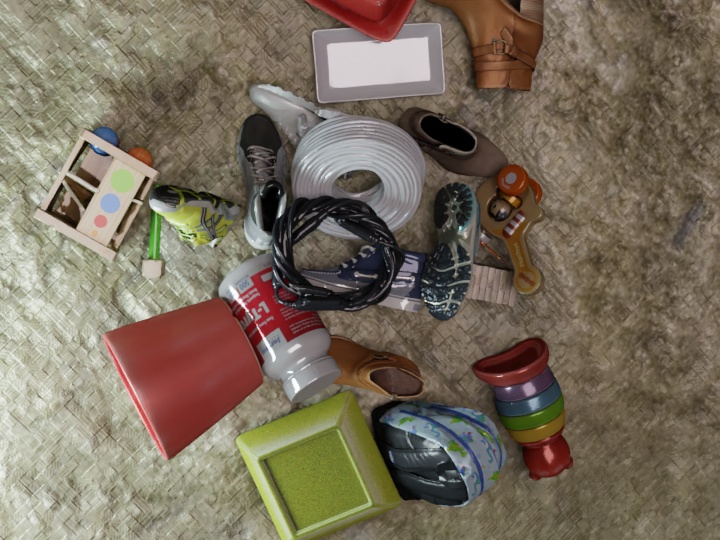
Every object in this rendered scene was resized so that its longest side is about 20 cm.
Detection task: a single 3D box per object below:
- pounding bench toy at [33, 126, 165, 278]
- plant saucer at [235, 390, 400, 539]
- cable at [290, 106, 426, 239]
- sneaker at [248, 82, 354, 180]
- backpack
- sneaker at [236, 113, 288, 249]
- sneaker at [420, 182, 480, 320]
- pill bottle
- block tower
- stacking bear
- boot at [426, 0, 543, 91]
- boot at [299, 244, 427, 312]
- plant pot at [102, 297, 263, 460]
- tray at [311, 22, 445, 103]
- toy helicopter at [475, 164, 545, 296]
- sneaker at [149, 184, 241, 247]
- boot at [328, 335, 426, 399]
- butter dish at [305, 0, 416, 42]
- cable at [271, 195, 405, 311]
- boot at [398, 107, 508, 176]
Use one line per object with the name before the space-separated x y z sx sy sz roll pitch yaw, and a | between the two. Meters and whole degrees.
pounding bench toy | -0.333 -0.099 1.668 0.199 0.124 0.157 30 90 -12
plant saucer | -0.065 0.311 1.774 0.198 0.048 0.202 -23 100 8
cable | -0.002 -0.134 1.703 0.197 0.070 0.201 4 133 -5
sneaker | -0.081 -0.208 1.729 0.199 0.076 0.081 27 98 -13
backpack | 0.121 0.273 1.751 0.153 0.200 0.165 -23 99 -16
sneaker | -0.131 -0.136 1.692 0.074 0.115 0.203 -4 84 -14
sneaker | 0.148 -0.023 1.734 0.077 0.086 0.202 8 83 29
pill bottle | -0.113 0.084 1.697 0.112 0.112 0.201 -31 73 -5
block tower | 0.149 0.011 1.803 0.198 0.054 0.059 8 95 -10
stacking bear | 0.268 0.226 1.823 0.120 0.114 0.202 -22 104 -7
boot | 0.179 -0.352 1.768 0.198 0.077 0.157 4 99 -18
boot | 0.000 0.000 1.752 0.198 0.073 0.091 11 89 8
plant pot | -0.247 0.141 1.685 0.176 0.200 0.202 -28 100 -14
tray | 0.027 -0.311 1.763 0.198 0.022 0.109 -6 96 -9
toy helicopter | 0.221 -0.050 1.770 0.131 0.079 0.202 -24 64 20
sneaker | -0.232 -0.072 1.659 0.075 0.200 0.077 21 94 24
boot | -0.004 0.146 1.737 0.198 0.155 0.075 3 96 -10
butter dish | 0.006 -0.460 1.671 0.198 0.148 0.201 29 91 -2
cable | -0.032 -0.024 1.675 0.198 0.051 0.165 -1 85 -18
boot | 0.146 -0.185 1.734 0.198 0.146 0.071 17 91 -12
